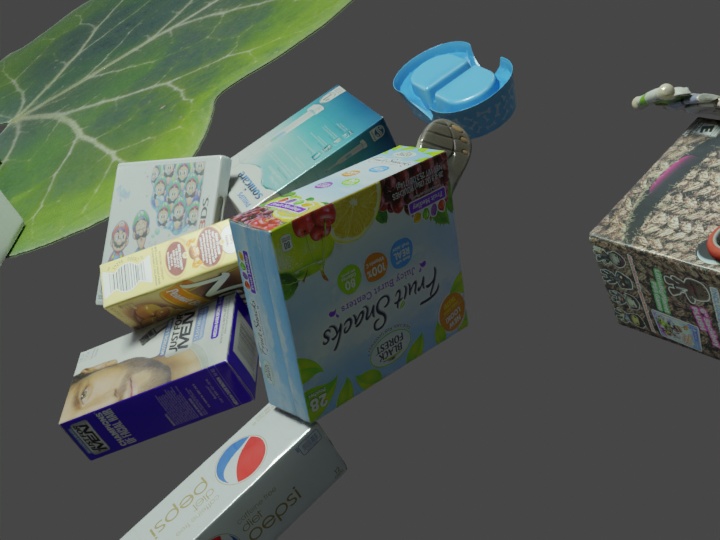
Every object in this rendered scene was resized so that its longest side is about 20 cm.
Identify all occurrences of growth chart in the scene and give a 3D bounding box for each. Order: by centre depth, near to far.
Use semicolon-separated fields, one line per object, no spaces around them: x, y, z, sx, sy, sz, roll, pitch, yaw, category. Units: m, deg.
0.328;-0.125;0.785;0.196;0.018;0.145;16;7;10;growth chart

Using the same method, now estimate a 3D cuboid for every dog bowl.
0.119;-0.221;1.172;0.111;0.050;0.200;-35;34;-7;dog bowl

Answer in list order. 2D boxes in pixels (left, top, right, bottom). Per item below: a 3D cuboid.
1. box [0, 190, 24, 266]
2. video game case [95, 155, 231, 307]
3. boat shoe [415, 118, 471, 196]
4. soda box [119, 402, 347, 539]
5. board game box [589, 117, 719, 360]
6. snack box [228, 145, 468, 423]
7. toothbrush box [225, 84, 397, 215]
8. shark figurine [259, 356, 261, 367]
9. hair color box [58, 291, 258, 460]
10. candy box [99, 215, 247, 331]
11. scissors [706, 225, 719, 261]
-0.664;-0.050;1.443;0.195;0.173;0.202;-18;36;18;box
-0.242;-0.043;1.153;0.197;0.023;0.186;1;81;39;video game case
0.056;-0.067;1.014;0.202;0.075;0.072;-58;8;-22;boat shoe
-0.110;0.199;0.789;0.199;0.064;0.068;-41;35;-17;soda box
0.305;-0.019;0.720;0.159;0.098;0.199;-44;35;-19;board game box
-0.002;0.005;0.813;0.198;0.172;0.067;-25;26;-35;snack box
-0.064;-0.119;1.147;0.198;0.086;0.146;-35;35;-8;toothbrush box
-0.021;-0.004;0.911;0.211;0.130;0.090;-25;10;3;shark figurine
-0.204;0.108;0.981;0.197;0.065;0.110;-23;34;14;hair color box
-0.161;0.008;1.010;0.196;0.116;0.056;-18;64;10;candy box
0.309;-0.011;0.603;0.073;0.014;0.199;-39;33;-15;scissors
